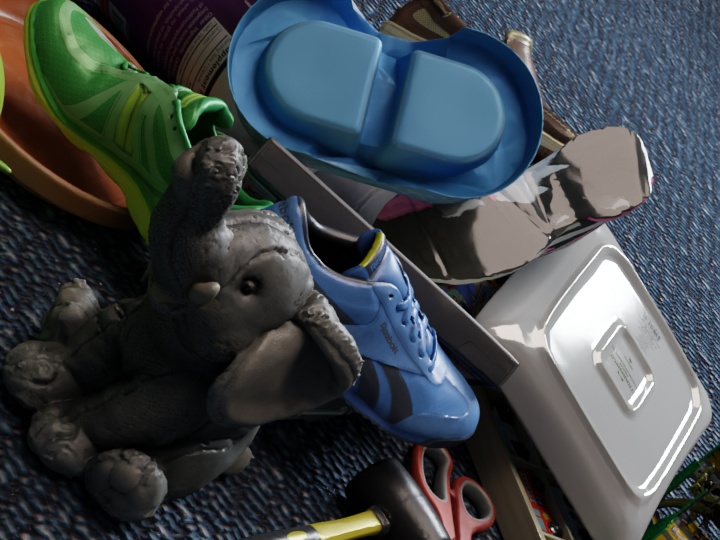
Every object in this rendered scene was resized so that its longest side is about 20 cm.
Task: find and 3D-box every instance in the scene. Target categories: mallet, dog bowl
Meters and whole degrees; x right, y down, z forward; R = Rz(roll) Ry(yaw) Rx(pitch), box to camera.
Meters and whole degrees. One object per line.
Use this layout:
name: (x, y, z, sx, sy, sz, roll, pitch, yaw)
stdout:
mallet: (-0.017, 0.154, 1.024, 0.066, 0.041, 0.200, 51, 28, 14)
dog bowl: (0.012, -0.104, 1.160, 0.200, 0.050, 0.112, 16, 73, -9)

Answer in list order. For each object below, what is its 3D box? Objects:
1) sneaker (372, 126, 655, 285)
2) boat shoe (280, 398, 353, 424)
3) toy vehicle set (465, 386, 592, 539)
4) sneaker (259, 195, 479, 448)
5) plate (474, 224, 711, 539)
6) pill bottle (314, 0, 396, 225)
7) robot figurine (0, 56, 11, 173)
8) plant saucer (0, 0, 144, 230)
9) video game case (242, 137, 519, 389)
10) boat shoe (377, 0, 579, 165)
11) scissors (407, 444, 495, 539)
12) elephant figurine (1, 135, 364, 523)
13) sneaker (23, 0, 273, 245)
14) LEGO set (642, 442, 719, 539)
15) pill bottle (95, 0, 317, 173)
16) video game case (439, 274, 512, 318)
sneaker: (0.097, -0.029, 1.234, 0.200, 0.086, 0.080, -13, 75, -22)
boat shoe: (-0.034, 0.056, 1.107, 0.200, 0.062, 0.073, 8, 42, -55)
toy vehicle set: (0.138, 0.172, 1.265, 0.124, 0.027, 0.200, 25, 33, -42)
sneaker: (0.010, 0.030, 1.048, 0.200, 0.078, 0.066, 38, 24, -28)
plate: (0.172, 0.071, 1.284, 0.200, 0.032, 0.200, 57, 39, -11)
pill bottle: (-0.013, -0.108, 1.336, 0.109, 0.109, 0.200, 4, 48, -58)
robot figurine: (-0.259, -0.103, 0.900, 0.200, 0.116, 0.176, 24, 25, -43)
plant saucer: (-0.187, -0.103, 1.128, 0.200, 0.032, 0.200, 37, 27, -22)
video game case: (0.000, 0.000, 1.174, 0.200, 0.026, 0.181, 42, -8, -5)
boat shoe: (0.098, -0.141, 1.344, 0.202, 0.075, 0.075, 39, -4, 27)
scissors: (0.051, 0.173, 1.137, 0.073, 0.014, 0.200, 44, 25, -16)
elephant figurine: (-0.068, 0.025, 0.922, 0.142, 0.200, 0.155, 46, 24, -5)
sneaker: (-0.117, -0.084, 1.077, 0.200, 0.084, 0.074, 51, 24, 8)
LEGO set: (0.295, 0.179, 1.337, 0.116, 0.200, 0.154, 49, -3, 0)
pill bottle: (-0.084, -0.156, 1.253, 0.200, 0.112, 0.112, 48, 22, 23)
video game case: (0.101, -0.008, 1.298, 0.200, 0.018, 0.143, 41, 59, -33)
